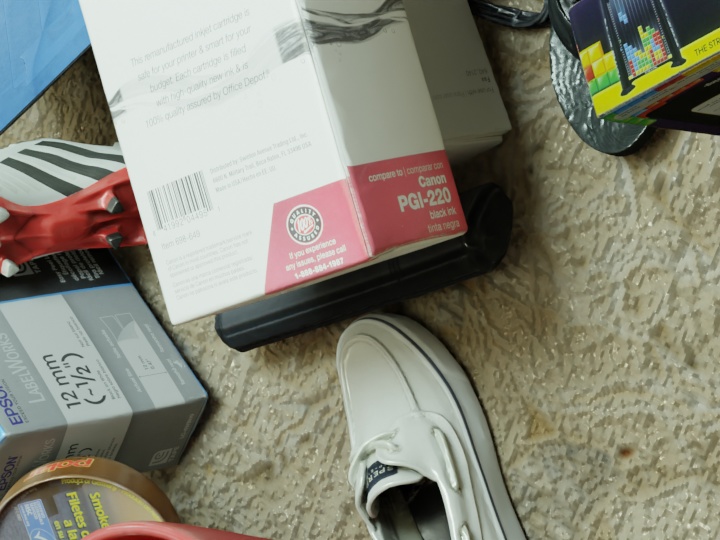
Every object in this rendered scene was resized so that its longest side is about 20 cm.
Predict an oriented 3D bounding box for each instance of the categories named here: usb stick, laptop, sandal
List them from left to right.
[{"bbox_3d":[-0.194,-0.212,1.437,0.187,0.116,0.200,-105,2,-48],"label":"laptop"},{"bbox_3d":[0.000,0.000,1.337,0.200,0.033,0.056,-19,40,42],"label":"usb stick"},{"bbox_3d":[0.119,-0.157,1.232,0.075,0.048,0.201,2,88,43],"label":"sandal"}]

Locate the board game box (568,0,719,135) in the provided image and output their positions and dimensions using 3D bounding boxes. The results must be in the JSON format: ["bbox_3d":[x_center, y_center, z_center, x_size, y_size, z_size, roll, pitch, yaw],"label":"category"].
[{"bbox_3d":[0.216,-0.120,1.059,0.200,0.165,0.057,-27,71,39],"label":"board game box"}]

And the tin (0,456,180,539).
[{"bbox_3d":[-0.136,0.195,1.387,0.112,0.042,0.200,-13,109,12],"label":"tin"}]

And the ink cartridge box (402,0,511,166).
[{"bbox_3d":[-0.026,-0.136,1.318,0.146,0.086,0.200,-25,80,41],"label":"ink cartridge box"}]

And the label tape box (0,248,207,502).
[{"bbox_3d":[-0.208,0.055,1.417,0.143,0.200,0.066,54,133,30],"label":"label tape box"}]

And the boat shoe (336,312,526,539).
[{"bbox_3d":[0.026,0.109,1.290,0.072,0.066,0.200,-37,63,36],"label":"boat shoe"}]

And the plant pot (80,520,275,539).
[{"bbox_3d":[-0.050,0.221,1.279,0.200,0.177,0.201,-3,86,43],"label":"plant pot"}]

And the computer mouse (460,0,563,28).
[{"bbox_3d":[0.041,-0.191,1.325,0.200,0.034,0.059,47,126,27],"label":"computer mouse"}]

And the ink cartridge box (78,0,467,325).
[{"bbox_3d":[-0.048,-0.091,1.233,0.146,0.085,0.200,-18,89,41],"label":"ink cartridge box"}]

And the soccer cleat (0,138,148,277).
[{"bbox_3d":[-0.201,-0.039,1.431,0.085,0.200,0.069,42,134,50],"label":"soccer cleat"}]
